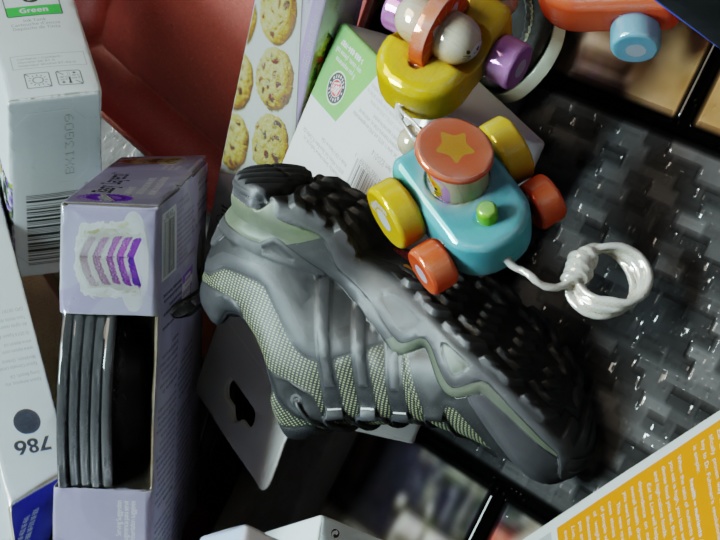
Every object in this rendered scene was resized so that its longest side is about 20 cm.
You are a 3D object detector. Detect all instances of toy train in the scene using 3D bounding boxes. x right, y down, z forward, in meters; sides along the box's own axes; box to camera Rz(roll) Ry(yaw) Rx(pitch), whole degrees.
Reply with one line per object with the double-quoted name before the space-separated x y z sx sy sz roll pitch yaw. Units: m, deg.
"toy train" 0.077 -0.080 1.236 0.056 0.150 0.200 80 -164 -59

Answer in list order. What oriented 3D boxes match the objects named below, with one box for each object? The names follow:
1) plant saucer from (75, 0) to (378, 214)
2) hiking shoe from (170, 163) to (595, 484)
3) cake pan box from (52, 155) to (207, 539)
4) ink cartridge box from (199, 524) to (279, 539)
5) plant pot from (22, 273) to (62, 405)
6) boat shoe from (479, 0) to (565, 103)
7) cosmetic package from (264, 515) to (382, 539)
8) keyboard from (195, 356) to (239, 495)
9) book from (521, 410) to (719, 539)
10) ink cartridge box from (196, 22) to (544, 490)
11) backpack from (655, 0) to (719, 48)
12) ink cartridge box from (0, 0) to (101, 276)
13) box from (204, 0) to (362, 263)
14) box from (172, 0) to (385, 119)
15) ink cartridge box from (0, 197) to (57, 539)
"plant saucer" -0.070 -0.138 1.485 0.200 0.037 0.200 41 130 28
"hiking shoe" 0.012 0.041 1.261 0.200 0.076 0.101 38 117 17
"cake pan box" -0.107 0.046 1.361 0.200 0.052 0.185 -72 -17 -80
"ink cartridge box" -0.028 0.220 1.210 0.042 0.119 0.200 -23 51 44
"plant pot" -0.219 0.043 1.549 0.134 0.200 0.200 -31 37 1
"boat shoe" 0.042 -0.153 1.415 0.072 0.068 0.200 -49 39 22
"cosmetic package" -0.070 0.209 1.344 0.200 0.052 0.151 -21 50 49
"keyboard" -0.120 0.054 1.558 0.200 0.021 0.127 8 82 57
"book" 0.117 0.145 1.120 0.200 0.048 0.134 -36 44 40
"ink cartridge box" 0.000 0.000 1.354 0.200 0.067 0.117 -66 30 17
"backpack" 0.200 -0.187 1.113 0.200 0.162 0.168 -25 46 48
"ink cartridge box" -0.171 -0.101 1.462 0.200 0.050 0.109 -113 20 -48
"box" -0.039 -0.071 1.412 0.041 0.039 0.200 31 130 20
"box" -0.049 -0.155 1.569 0.200 0.048 0.122 -40 40 33
"ink cartridge box" -0.177 0.064 1.402 0.099 0.039 0.200 116 142 -62
